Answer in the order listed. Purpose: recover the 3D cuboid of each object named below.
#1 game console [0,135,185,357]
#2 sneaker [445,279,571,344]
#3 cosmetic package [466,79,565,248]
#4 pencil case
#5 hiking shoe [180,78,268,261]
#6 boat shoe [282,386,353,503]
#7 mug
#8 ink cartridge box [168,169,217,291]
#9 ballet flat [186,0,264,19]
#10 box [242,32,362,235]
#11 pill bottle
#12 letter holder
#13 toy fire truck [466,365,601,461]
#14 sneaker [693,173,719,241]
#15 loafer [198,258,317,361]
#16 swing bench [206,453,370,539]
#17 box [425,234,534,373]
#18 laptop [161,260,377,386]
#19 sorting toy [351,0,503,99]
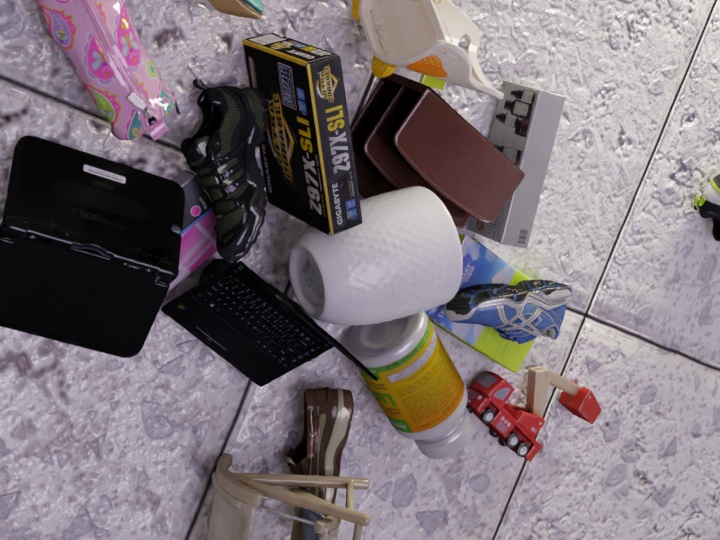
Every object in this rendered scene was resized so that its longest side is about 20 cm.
[{"bbox_3d":[-0.308,-0.024,1.582,0.198,0.116,0.178,17,58,-26],"label":"game console"},{"bbox_3d":[0.196,0.058,1.881,0.198,0.075,0.078,-2,102,-32],"label":"sneaker"},{"bbox_3d":[0.199,-0.138,1.875,0.050,0.082,0.203,7,101,-32],"label":"cosmetic package"},{"bbox_3d":[-0.269,-0.233,1.533,0.087,0.087,0.202,-37,121,-18],"label":"pencil case"},{"bbox_3d":[-0.162,-0.112,1.632,0.100,0.075,0.203,7,80,-36],"label":"hiking shoe"},{"bbox_3d":[-0.065,0.242,1.842,0.074,0.075,0.205,9,102,-12],"label":"boat shoe"},{"bbox_3d":[0.000,0.000,1.734,0.173,0.200,0.149,-16,77,-29],"label":"mug"},{"bbox_3d":[-0.247,-0.016,1.650,0.199,0.037,0.095,-40,123,-14],"label":"ink cartridge box"},{"bbox_3d":[-0.189,-0.333,1.577,0.063,0.069,0.200,-37,124,16],"label":"ballet flat"},{"bbox_3d":[-0.067,-0.157,1.644,0.049,0.159,0.203,-20,116,-27],"label":"box"},{"bbox_3d":[0.072,0.146,1.864,0.111,0.111,0.201,-40,123,-16],"label":"pill bottle"},{"bbox_3d":[0.081,-0.125,1.791,0.199,0.100,0.143,37,86,-36],"label":"letter holder"},{"bbox_3d":[0.240,0.186,2.028,0.142,0.049,0.200,-52,125,-9],"label":"toy fire truck"},{"bbox_3d":[0.561,-0.075,2.157,0.083,0.072,0.199,-45,127,16],"label":"sneaker"},{"bbox_3d":[-0.111,0.056,1.739,0.200,0.070,0.068,38,86,-36],"label":"loafer"},{"bbox_3d":[-0.100,0.353,1.764,0.197,0.130,0.202,9,102,-2],"label":"swing bench"},{"bbox_3d":[0.165,0.042,1.931,0.199,0.047,0.123,32,86,-36],"label":"box"},{"bbox_3d":[-0.105,0.083,1.647,0.199,0.104,0.177,-29,127,29],"label":"laptop"},{"bbox_3d":[0.096,-0.274,1.718,0.179,0.202,0.107,20,130,-39],"label":"sorting toy"}]
